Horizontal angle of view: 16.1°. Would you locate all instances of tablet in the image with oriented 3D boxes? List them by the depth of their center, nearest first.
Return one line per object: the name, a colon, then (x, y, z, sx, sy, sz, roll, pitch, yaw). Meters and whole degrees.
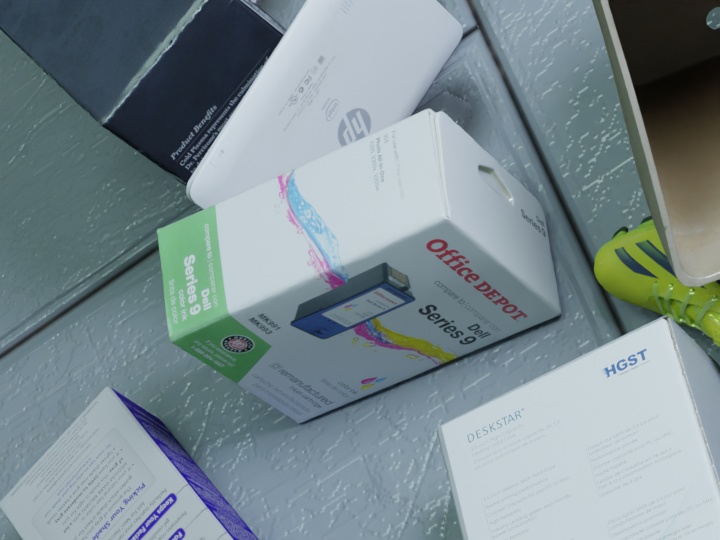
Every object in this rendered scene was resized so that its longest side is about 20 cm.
tablet: (-0.019, -0.102, 1.627, 0.014, 0.130, 0.200, 28, 83, 44)

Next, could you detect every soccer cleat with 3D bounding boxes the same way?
soccer cleat: (0.213, 0.018, 1.443, 0.200, 0.065, 0.084, 6, 70, 36)

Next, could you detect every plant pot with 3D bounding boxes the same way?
plant pot: (0.220, -0.143, 1.424, 0.200, 0.200, 0.177, -21, 30, -3)

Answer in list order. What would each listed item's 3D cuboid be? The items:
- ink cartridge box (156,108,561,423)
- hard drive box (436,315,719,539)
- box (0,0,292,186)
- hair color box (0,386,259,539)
ink cartridge box: (0.000, 0.000, 1.547, 0.200, 0.145, 0.088, -24, 55, 22)
hard drive box: (0.143, 0.150, 1.411, 0.156, 0.077, 0.200, -27, 54, 20)
box: (-0.122, -0.143, 1.677, 0.124, 0.197, 0.200, -50, 48, 2)
hair color box: (-0.132, 0.177, 1.599, 0.109, 0.065, 0.200, -47, 47, 4)
